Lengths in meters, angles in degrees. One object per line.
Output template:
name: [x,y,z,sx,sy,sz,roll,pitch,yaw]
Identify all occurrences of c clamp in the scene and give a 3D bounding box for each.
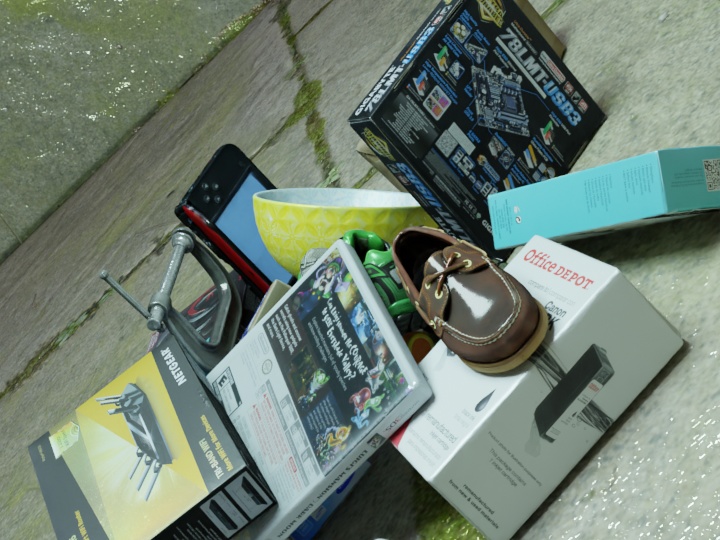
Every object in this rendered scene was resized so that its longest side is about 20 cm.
c clamp: [-0.179,0.020,1.299,0.027,0.171,0.201,-31,19,20]

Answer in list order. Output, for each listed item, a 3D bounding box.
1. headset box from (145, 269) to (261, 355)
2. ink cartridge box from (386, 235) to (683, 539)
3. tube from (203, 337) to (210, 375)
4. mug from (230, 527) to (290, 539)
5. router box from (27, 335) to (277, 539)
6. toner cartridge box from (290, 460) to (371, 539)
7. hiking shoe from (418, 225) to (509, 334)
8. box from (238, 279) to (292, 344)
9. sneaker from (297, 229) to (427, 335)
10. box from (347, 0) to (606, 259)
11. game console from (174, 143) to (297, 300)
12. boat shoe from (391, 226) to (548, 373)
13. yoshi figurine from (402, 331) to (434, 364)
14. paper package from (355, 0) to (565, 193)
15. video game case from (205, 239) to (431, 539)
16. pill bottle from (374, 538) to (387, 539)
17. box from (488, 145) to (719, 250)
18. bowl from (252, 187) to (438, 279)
headset box: [-0.181,0.098,1.484,0.199,0.075,0.149,-37,23,22]
ink cartridge box: [0.119,0.082,0.933,0.200,0.084,0.144,-47,20,-4]
tube: [-0.175,0.120,1.293,0.078,0.050,0.200,-58,4,13]
mug: [-0.138,0.242,1.016,0.152,0.188,0.149,-23,3,27]
router box: [-0.171,0.161,1.004,0.157,0.052,0.200,-38,36,-4]
toner cartridge box: [-0.068,0.178,1.169,0.095,0.043,0.200,-50,21,-8]
hiking shoe: [0.079,0.009,1.116,0.076,0.101,0.199,-54,22,-21]
box: [-0.116,0.102,1.223,0.122,0.032,0.200,-65,3,-29]
sneaker: [0.000,0.000,1.138,0.077,0.086,0.199,-13,14,-24]
box: [0.114,-0.143,1.192,0.199,0.200,0.049,-54,25,-20]
game console: [-0.093,-0.032,1.380,0.118,0.200,0.173,-18,33,47]
boat shoe: [0.070,0.016,0.932,0.070,0.070,0.200,-45,21,-4]
yoshi figurine: [-0.016,0.071,1.190,0.112,0.113,0.199,-46,17,-24]
paper package: [0.114,-0.199,1.432,0.190,0.103,0.201,-23,31,45]
video game case: [-0.043,0.094,1.008,0.182,0.023,0.201,-46,37,13]
pill bottle: [-0.025,0.278,0.811,0.200,0.109,0.109,-43,21,4]
box: [0.198,-0.057,1.029,0.081,0.050,0.199,-7,-3,-35]
bowl: [-0.014,-0.023,1.314,0.200,0.198,0.109,-158,68,-68]
